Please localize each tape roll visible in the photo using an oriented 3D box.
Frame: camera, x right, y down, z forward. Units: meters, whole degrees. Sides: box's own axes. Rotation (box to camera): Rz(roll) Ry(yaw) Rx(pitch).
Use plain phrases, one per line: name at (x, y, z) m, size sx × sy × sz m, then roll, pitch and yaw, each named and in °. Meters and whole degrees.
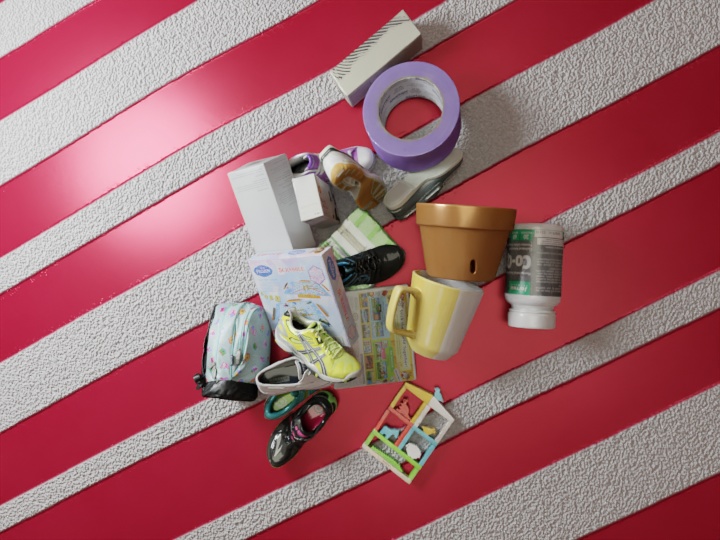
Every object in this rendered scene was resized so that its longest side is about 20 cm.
tape roll at (0.107, -0.313, 1.219) m, size 0.195 × 0.085 × 0.205 m, roll -3°, pitch 78°, yaw 12°

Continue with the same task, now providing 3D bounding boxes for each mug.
mug at (0.142, 0.090, 1.209) m, size 0.182 × 0.150 × 0.157 m, roll 14°, pitch 100°, yaw -1°

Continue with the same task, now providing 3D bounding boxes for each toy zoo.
toy zoo at (0.110, 0.332, 1.269) m, size 0.130 × 0.020 × 0.202 m, roll 34°, pitch 93°, yaw 6°

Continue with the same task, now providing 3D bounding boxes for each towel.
towel at (-0.020, -0.020, 1.286) m, size 0.200 × 0.031 × 0.149 m, roll -44°, pitch 88°, yaw 3°

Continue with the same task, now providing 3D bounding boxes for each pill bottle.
pill bottle at (0.348, 0.011, 1.195) m, size 0.110 × 0.113 × 0.206 m, roll 2°, pitch 89°, yaw 7°

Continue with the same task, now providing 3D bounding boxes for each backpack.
backpack at (-0.258, 0.169, 1.252) m, size 0.123 × 0.167 × 0.205 m, roll 1°, pitch 75°, yaw 12°

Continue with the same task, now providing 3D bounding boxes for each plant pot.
plant pot at (0.204, -0.056, 1.175) m, size 0.195 × 0.200 × 0.144 m, roll 4°, pitch 95°, yaw 7°

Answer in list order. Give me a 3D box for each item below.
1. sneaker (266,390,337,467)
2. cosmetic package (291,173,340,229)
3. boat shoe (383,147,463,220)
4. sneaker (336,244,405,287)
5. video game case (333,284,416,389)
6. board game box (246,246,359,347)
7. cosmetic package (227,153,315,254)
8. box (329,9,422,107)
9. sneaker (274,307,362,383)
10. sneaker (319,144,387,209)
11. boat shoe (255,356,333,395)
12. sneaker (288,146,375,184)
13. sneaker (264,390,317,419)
sneaker at (-0.133, 0.336, 1.266) m, size 0.077 × 0.084 × 0.201 m, roll 41°, pitch 94°, yaw 6°
cosmetic package at (-0.085, -0.136, 1.203) m, size 0.049 × 0.200 × 0.085 m, roll -15°, pitch 89°, yaw 7°
boat shoe at (0.138, -0.182, 1.257) m, size 0.199 × 0.062 × 0.073 m, roll -38°, pitch 44°, yaw -4°
sneaker at (0.000, 0.000, 1.228) m, size 0.196 × 0.082 × 0.075 m, roll -20°, pitch 88°, yaw 3°
video game case at (0.022, 0.140, 1.261) m, size 0.177 × 0.023 × 0.205 m, roll -6°, pitch 91°, yaw -4°
board game box at (-0.117, 0.057, 1.207) m, size 0.196 × 0.041 × 0.204 m, roll -2°, pitch 115°, yaw 33°
cosmetic package at (-0.181, -0.124, 1.229) m, size 0.111 × 0.081 × 0.204 m, roll -4°, pitch 112°, yaw 35°
box at (0.034, -0.442, 1.250) m, size 0.199 × 0.082 × 0.069 m, roll -39°, pitch 85°, yaw 4°
sneaker at (-0.084, 0.148, 1.162) m, size 0.197 × 0.075 × 0.078 m, roll 28°, pitch 128°, yaw 14°
sneaker at (-0.013, -0.194, 1.210) m, size 0.075 × 0.199 × 0.088 m, roll -41°, pitch 61°, yaw 9°
boat shoe at (-0.115, 0.206, 1.201) m, size 0.196 × 0.066 × 0.075 m, roll -19°, pitch 69°, yaw -5°
sneaker at (-0.066, -0.218, 1.245) m, size 0.196 × 0.114 × 0.074 m, roll -14°, pitch 87°, yaw 5°
sneaker at (-0.127, 0.244, 1.265) m, size 0.077 × 0.080 × 0.200 m, roll 43°, pitch 85°, yaw 3°
